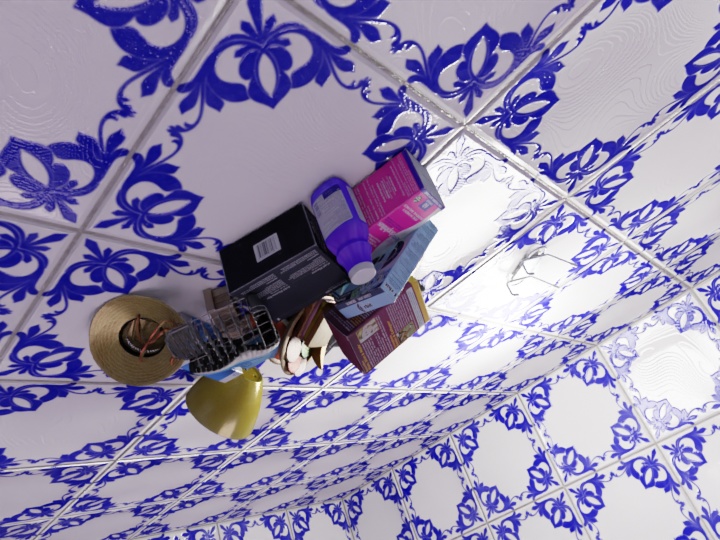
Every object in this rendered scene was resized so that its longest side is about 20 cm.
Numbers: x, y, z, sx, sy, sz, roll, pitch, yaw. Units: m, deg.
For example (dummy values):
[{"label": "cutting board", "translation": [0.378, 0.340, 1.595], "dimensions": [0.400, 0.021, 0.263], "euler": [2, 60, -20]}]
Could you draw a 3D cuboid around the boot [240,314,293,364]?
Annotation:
[{"label": "boot", "translation": [-0.184, 0.148, 1.246], "dimensions": [0.106, 0.076, 0.201], "euler": [-27, 145, 2]}]

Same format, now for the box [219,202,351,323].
[{"label": "box", "translation": [-0.146, -0.007, 1.084], "dimensions": [0.198, 0.105, 0.182], "euler": [-28, 149, 9]}]

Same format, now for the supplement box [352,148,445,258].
[{"label": "supplement box", "translation": [0.047, -0.119, 1.043], "dimensions": [0.198, 0.105, 0.101], "euler": [-34, 150, 21]}]

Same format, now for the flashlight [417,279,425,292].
[{"label": "flashlight", "translation": [0.065, 0.066, 1.390], "dimensions": [0.197, 0.068, 0.069], "euler": [-12, 140, -28]}]

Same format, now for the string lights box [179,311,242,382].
[{"label": "string lights box", "translation": [-0.357, 0.180, 1.237], "dimensions": [0.058, 0.104, 0.200], "euler": [-28, 149, 11]}]

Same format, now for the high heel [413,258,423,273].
[{"label": "high heel", "translation": [0.077, 0.023, 1.260], "dimensions": [0.200, 0.071, 0.143], "euler": [-50, 170, -32]}]

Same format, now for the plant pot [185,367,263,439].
[{"label": "plant pot", "translation": [-0.334, 0.316, 1.414], "dimensions": [0.199, 0.199, 0.143], "euler": [25, 102, -52]}]

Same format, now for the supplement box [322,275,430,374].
[{"label": "supplement box", "translation": [0.038, 0.102, 1.176], "dimensions": [0.199, 0.103, 0.132], "euler": [-37, 131, -16]}]

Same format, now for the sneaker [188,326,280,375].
[{"label": "sneaker", "translation": [-0.262, 0.188, 1.147], "dimensions": [0.196, 0.079, 0.091], "euler": [-14, 141, -11]}]

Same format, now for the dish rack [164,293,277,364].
[{"label": "dish rack", "translation": [-0.268, 0.125, 1.043], "dimensions": [0.197, 0.055, 0.154], "euler": [-23, 150, -12]}]

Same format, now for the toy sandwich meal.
[{"label": "toy sandwich meal", "translation": [-0.106, 0.151, 1.224], "dimensions": [0.206, 0.069, 0.208], "euler": [-49, 151, -39]}]

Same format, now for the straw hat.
[{"label": "straw hat", "translation": [-0.442, 0.133, 1.116], "dimensions": [0.198, 0.204, 0.085], "euler": [-24, -167, 2]}]

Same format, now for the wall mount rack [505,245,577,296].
[{"label": "wall mount rack", "translation": [0.530, 0.009, 1.602], "dimensions": [0.170, 0.076, 0.201], "euler": [-12, 149, -19]}]

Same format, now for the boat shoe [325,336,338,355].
[{"label": "boat shoe", "translation": [-0.060, 0.170, 1.436], "dimensions": [0.199, 0.062, 0.073], "euler": [-37, -169, 36]}]

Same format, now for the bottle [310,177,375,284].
[{"label": "bottle", "translation": [-0.027, -0.070, 0.970], "dimensions": [0.083, 0.202, 0.065], "euler": [-37, 147, 23]}]

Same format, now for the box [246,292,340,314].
[{"label": "box", "translation": [-0.149, 0.109, 1.326], "dimensions": [0.198, 0.050, 0.198], "euler": [-29, 148, 11]}]

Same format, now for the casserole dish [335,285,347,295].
[{"label": "casserole dish", "translation": [0.000, 0.000, 1.263], "dimensions": [0.119, 0.039, 0.201], "euler": [-8, 146, -25]}]

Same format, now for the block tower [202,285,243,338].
[{"label": "block tower", "translation": [-0.296, 0.107, 1.214], "dimensions": [0.057, 0.055, 0.201], "euler": [-19, 150, -7]}]

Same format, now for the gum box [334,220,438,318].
[{"label": "gum box", "translation": [0.052, -0.005, 1.089], "dimensions": [0.045, 0.201, 0.169], "euler": [45, 146, -14]}]
